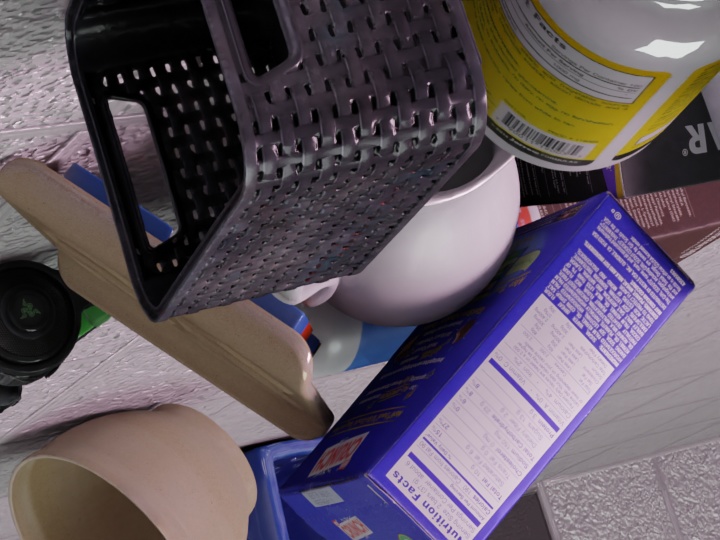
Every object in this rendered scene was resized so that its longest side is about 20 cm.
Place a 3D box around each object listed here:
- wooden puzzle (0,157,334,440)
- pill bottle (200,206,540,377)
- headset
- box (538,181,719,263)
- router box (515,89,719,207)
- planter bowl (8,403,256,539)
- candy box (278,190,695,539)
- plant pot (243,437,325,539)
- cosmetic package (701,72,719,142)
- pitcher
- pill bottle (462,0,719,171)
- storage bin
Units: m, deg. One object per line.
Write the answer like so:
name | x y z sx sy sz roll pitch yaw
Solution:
wooden puzzle | -0.090 0.010 1.170 0.046 0.185 0.200 -56 172 -11
pill bottle | 0.000 0.000 1.321 0.199 0.113 0.112 -12 167 -25
headset | -0.206 0.058 1.295 0.123 0.094 0.200 -38 172 40
box | 0.146 -0.033 1.495 0.199 0.075 0.100 -14 168 -27
router box | 0.168 -0.074 1.269 0.199 0.053 0.157 -11 -176 -34
planter bowl | -0.170 0.194 1.840 0.135 0.201 0.200 -43 -173 -39
candy box | 0.063 0.064 1.194 0.200 0.077 0.169 -47 -173 -17
plant pot | -0.084 0.287 2.352 0.179 0.202 0.199 -18 171 37
cosmetic package | 0.292 -0.066 1.164 0.199 0.152 0.052 -16 171 -11
pitcher | 0.008 -0.029 1.125 0.171 0.121 0.200 -43 171 -18
pill bottle | 0.107 -0.121 0.916 0.112 0.113 0.200 -15 168 -14
storage bin | -0.038 -0.074 0.846 0.093 0.136 0.200 -14 168 -19
